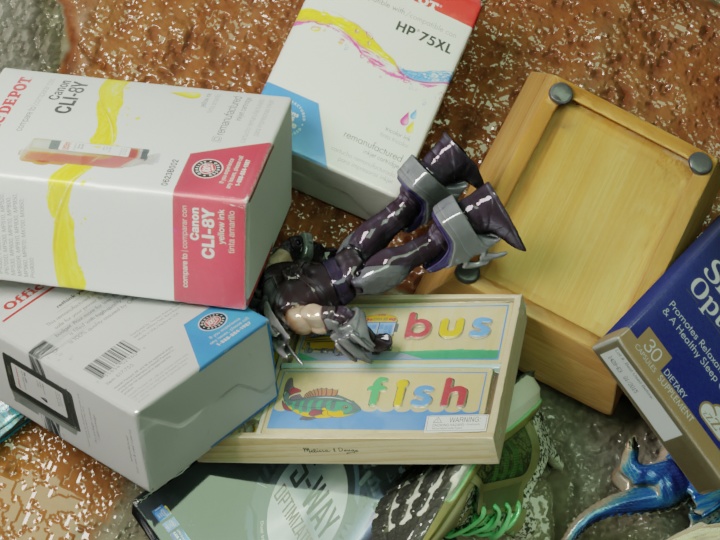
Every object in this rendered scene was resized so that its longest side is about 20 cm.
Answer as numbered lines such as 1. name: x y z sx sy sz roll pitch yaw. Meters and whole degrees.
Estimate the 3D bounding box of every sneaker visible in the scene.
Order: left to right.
1. sneaker: 0.082 0.144 1.328 0.089 0.077 0.200 53 43 -7

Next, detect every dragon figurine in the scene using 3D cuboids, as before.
1. dragon figurine: 0.221 0.144 1.370 0.099 0.059 0.200 39 59 17

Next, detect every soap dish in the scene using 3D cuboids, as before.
1. soap dish: 0.147 -0.026 1.411 0.157 0.081 0.200 28 73 1

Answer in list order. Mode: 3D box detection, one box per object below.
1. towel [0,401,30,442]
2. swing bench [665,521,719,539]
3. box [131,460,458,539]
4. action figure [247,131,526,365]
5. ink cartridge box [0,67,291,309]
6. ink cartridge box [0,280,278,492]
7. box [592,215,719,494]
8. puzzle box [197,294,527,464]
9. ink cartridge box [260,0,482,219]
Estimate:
1. towel: -0.310 0.048 1.359 0.147 0.022 0.200 -39 82 -17
2. swing bench: 0.180 0.271 1.264 0.129 0.199 0.200 -11 75 -11
3. box: -0.028 0.188 1.343 0.160 0.044 0.200 -34 80 -15
4. action figure: 0.000 0.000 1.332 0.200 0.069 0.130 -31 46 1
5. ink cartridge box: -0.154 -0.055 1.323 0.200 0.084 0.145 6 32 7
6. ink cartridge box: -0.163 0.047 1.313 0.200 0.068 0.116 26 47 36
7. box: 0.247 0.041 1.368 0.121 0.032 0.200 53 51 -6
8. puzzle box: 0.001 0.068 1.324 0.200 0.025 0.133 -1 41 15
9. ink cartridge box: 0.007 -0.147 1.435 0.116 0.067 0.200 23 71 0
